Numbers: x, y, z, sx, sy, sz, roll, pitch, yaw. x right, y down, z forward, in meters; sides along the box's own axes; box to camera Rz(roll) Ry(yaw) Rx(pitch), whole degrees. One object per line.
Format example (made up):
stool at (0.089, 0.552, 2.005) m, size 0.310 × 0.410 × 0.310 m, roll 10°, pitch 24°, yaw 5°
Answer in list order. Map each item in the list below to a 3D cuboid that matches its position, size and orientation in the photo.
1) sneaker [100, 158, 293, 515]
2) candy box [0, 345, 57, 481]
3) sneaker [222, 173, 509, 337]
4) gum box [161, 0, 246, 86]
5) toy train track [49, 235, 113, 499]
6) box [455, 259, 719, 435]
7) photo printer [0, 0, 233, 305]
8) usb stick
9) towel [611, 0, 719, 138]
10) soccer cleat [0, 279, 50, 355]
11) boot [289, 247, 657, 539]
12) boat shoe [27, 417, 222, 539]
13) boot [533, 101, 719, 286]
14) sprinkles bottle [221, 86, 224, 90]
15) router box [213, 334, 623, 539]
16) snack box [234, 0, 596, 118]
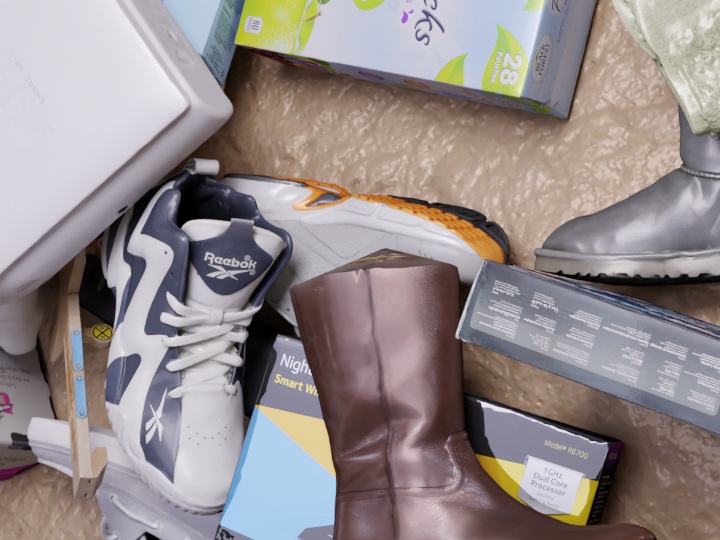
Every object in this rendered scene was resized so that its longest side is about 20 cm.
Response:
sneaker at (-0.088, 0.027, 1.444) m, size 0.130 × 0.079 × 0.199 m, roll 133°, pitch 138°, yaw -53°
candy box at (-0.270, 0.027, 1.593) m, size 0.061 × 0.136 × 0.200 m, roll -28°, pitch 68°, yaw 27°
sneaker at (0.000, 0.000, 1.478) m, size 0.200 × 0.076 × 0.092 m, roll 11°, pitch 96°, yaw 40°
gum box at (-0.136, -0.220, 1.549) m, size 0.170 × 0.045 × 0.200 m, roll 11°, pitch 69°, yaw 19°
toy train track at (-0.158, 0.046, 1.516) m, size 0.115 × 0.032 × 0.200 m, roll 110°, pitch 158°, yaw -49°
box at (0.173, 0.050, 1.305) m, size 0.200 × 0.159 × 0.046 m, roll 20°, pitch 94°, yaw 31°
photo printer at (-0.191, -0.090, 1.468) m, size 0.200 × 0.069 × 0.167 m, roll -39°, pitch 74°, yaw 19°
usb stick at (-0.102, 0.035, 1.549) m, size 0.200 × 0.033 × 0.056 m, roll 31°, pitch 106°, yaw 32°
towel at (0.225, -0.171, 1.324) m, size 0.200 × 0.036 × 0.149 m, roll -31°, pitch 83°, yaw -3°
soccer cleat at (-0.225, -0.035, 1.601) m, size 0.069 × 0.078 × 0.200 m, roll -9°, pitch 46°, yaw 3°
boot at (0.059, 0.075, 1.359) m, size 0.186 × 0.064 × 0.200 m, roll -9°, pitch 77°, yaw 13°
boat shoe at (-0.121, 0.141, 1.529) m, size 0.200 × 0.072 × 0.069 m, roll 18°, pitch 89°, yaw 22°
boot at (0.179, -0.093, 1.376) m, size 0.182 × 0.073 × 0.200 m, roll -4°, pitch 87°, yaw 17°
sprinkles bottle at (-0.163, -0.171, 1.598) m, size 0.068 × 0.068 × 0.200 m, roll -46°, pitch 62°, yaw 17°
router box at (0.028, 0.135, 1.417) m, size 0.200 × 0.051 × 0.149 m, roll 17°, pitch 91°, yaw 17°
snack box at (0.041, -0.189, 1.477) m, size 0.200 × 0.068 × 0.169 m, roll 13°, pitch 88°, yaw 30°
